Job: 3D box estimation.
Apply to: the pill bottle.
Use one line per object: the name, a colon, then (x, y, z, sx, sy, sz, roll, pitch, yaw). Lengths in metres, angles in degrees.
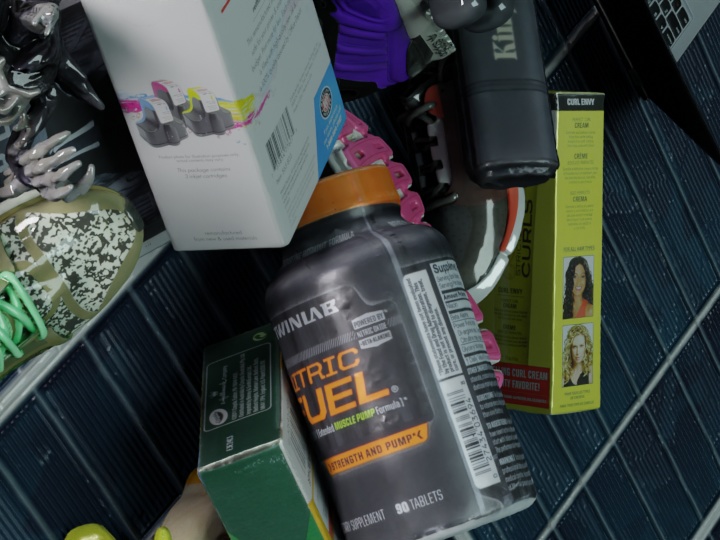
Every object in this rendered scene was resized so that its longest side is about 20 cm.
pill bottle: (0.013, 0.047, 1.156, 0.106, 0.106, 0.200, -13, 81, -44)

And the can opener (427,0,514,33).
can opener: (0.051, -0.231, 1.166, 0.053, 0.067, 0.200, -2, 75, -53)

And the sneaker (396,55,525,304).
sneaker: (0.049, -0.074, 1.305, 0.082, 0.077, 0.200, 19, 70, -35)

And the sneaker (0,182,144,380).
sneaker: (-0.181, 0.036, 1.007, 0.200, 0.089, 0.077, -35, 116, -5)

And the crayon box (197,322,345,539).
crayon box: (-0.029, 0.145, 1.194, 0.126, 0.052, 0.200, -95, 162, -62)

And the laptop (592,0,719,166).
laptop: (0.206, -0.199, 1.412, 0.200, 0.116, 0.187, -52, 127, -29)

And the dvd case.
dvd case: (-0.159, -0.061, 1.093, 0.200, 0.025, 0.150, -32, 120, -39)

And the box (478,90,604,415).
box: (0.111, -0.013, 1.363, 0.050, 0.075, 0.200, -5, 98, -43)

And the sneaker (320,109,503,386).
sneaker: (0.000, 0.000, 1.252, 0.200, 0.087, 0.074, 61, 23, -4)

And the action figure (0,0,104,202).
action figure: (-0.176, -0.069, 0.982, 0.119, 0.102, 0.200, 42, 69, -30)

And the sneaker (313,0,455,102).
sneaker: (-0.018, -0.141, 1.185, 0.070, 0.099, 0.200, 62, 7, 25)

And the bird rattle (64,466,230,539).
bird rattle: (-0.077, 0.200, 1.176, 0.200, 0.113, 0.163, 60, 36, -32)

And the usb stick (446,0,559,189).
usb stick: (0.078, -0.140, 1.274, 0.033, 0.055, 0.200, 92, -8, -68)

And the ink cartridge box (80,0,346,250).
ink cartridge box: (-0.075, -0.122, 1.082, 0.115, 0.068, 0.200, -68, 149, -47)
